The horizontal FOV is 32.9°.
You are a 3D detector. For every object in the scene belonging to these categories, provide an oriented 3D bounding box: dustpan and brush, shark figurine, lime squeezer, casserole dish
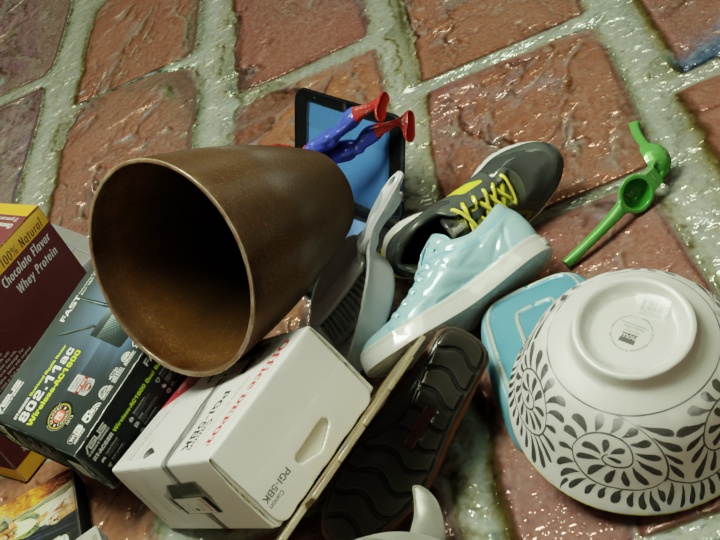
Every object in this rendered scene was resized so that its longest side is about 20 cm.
[{"bbox_3d":[0.000,0.000,1.111,0.201,0.057,0.140,-55,29,19],"label":"dustpan and brush"},{"bbox_3d":[-0.005,0.220,0.870,0.213,0.090,0.129,-19,61,7],"label":"shark figurine"},{"bbox_3d":[0.249,-0.084,1.135,0.070,0.038,0.201,1,46,37],"label":"lime squeezer"},{"bbox_3d":[0.161,0.069,1.009,0.120,0.039,0.201,-25,36,9],"label":"casserole dish"}]

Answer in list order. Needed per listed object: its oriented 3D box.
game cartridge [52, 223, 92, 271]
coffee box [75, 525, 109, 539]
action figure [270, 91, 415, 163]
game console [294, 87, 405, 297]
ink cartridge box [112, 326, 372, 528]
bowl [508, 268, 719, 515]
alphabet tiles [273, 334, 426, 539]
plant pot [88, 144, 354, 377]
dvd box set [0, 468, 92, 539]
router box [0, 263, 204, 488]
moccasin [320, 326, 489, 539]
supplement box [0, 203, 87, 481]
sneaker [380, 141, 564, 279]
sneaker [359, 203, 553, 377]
[{"bbox_3d":[-0.400,-0.001,1.511,0.130,0.039,0.199,-43,36,-24],"label":"game cartridge"},{"bbox_3d":[-0.263,0.316,0.972,0.199,0.080,0.113,-35,36,-7],"label":"coffee box"},{"bbox_3d":[-0.041,-0.098,1.213,0.199,0.065,0.100,-17,52,42],"label":"action figure"},{"bbox_3d":[-0.049,-0.083,1.281,0.171,0.119,0.199,-43,36,-18],"label":"game console"},{"bbox_3d":[-0.102,0.135,1.021,0.199,0.083,0.147,-19,29,55],"label":"ink cartridge box"},{"bbox_3d":[0.201,0.066,0.886,0.199,0.094,0.202,-8,53,10],"label":"bowl"},{"bbox_3d":[-0.014,0.142,0.968,0.200,0.006,0.167,-53,-2,-23],"label":"alphabet tiles"},{"bbox_3d":[-0.100,-0.034,1.062,0.186,0.189,0.200,2,21,37],"label":"plant pot"},{"bbox_3d":[-0.337,0.280,1.115,0.199,0.030,0.147,-29,35,1],"label":"dvd box set"},{"bbox_3d":[-0.237,0.088,1.140,0.149,0.062,0.201,10,60,42],"label":"router box"},{"bbox_3d":[0.033,0.137,0.981,0.073,0.078,0.202,26,66,6],"label":"moccasin"},{"bbox_3d":[-0.378,0.069,1.259,0.132,0.201,0.198,5,48,39],"label":"supplement box"},{"bbox_3d":[0.109,-0.048,1.146,0.199,0.075,0.085,-36,7,7],"label":"sneaker"},{"bbox_3d":[0.071,0.016,1.085,0.199,0.074,0.082,-35,65,-9],"label":"sneaker"}]
